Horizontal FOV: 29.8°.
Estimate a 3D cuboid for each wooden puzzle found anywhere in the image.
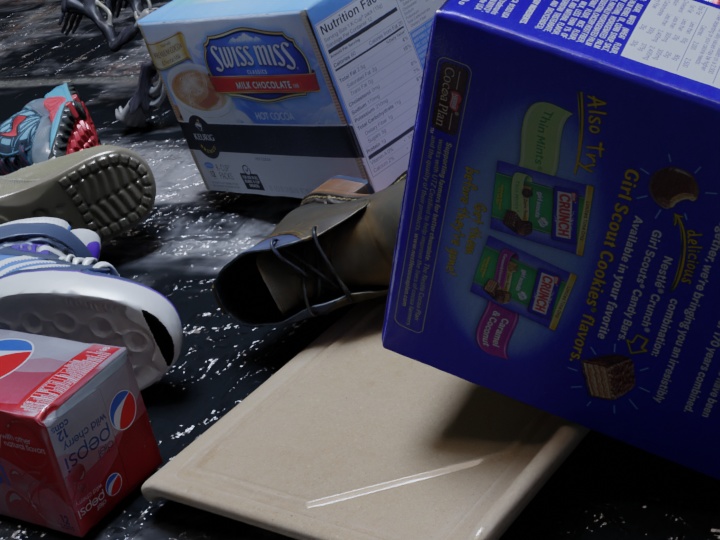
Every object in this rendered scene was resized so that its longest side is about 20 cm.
[{"bbox_3d":[0.022,0.072,0.632,0.198,0.038,0.185,3,29,40],"label":"wooden puzzle"}]

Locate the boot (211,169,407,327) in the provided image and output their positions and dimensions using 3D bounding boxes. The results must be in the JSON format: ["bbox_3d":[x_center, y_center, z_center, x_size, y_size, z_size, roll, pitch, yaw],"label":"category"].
[{"bbox_3d":[0.000,0.000,0.688,0.096,0.075,0.199,-35,16,-23],"label":"boot"}]

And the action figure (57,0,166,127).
[{"bbox_3d":[-0.162,-0.183,1.162,0.199,0.103,0.118,38,42,26],"label":"action figure"}]

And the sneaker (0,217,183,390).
[{"bbox_3d":[-0.171,0.007,0.797,0.197,0.081,0.147,-8,30,24],"label":"sneaker"}]

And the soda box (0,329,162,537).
[{"bbox_3d":[-0.199,0.073,0.691,0.198,0.071,0.063,6,31,35],"label":"soda box"}]

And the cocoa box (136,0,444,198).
[{"bbox_3d":[-0.027,-0.136,0.889,0.133,0.133,0.199,-37,28,-30],"label":"cocoa box"}]

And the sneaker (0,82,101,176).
[{"bbox_3d":[-0.245,-0.081,1.038,0.094,0.080,0.200,-26,19,-4],"label":"sneaker"}]

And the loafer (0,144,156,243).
[{"bbox_3d":[-0.232,-0.028,0.912,0.197,0.077,0.068,-20,16,-7],"label":"loafer"}]

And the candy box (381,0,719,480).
[{"bbox_3d":[0.119,-0.014,0.523,0.198,0.171,0.077,22,44,14],"label":"candy box"}]

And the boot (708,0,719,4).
[{"bbox_3d":[0.347,-0.199,0.976,0.198,0.073,0.144,-23,29,-27],"label":"boot"}]
